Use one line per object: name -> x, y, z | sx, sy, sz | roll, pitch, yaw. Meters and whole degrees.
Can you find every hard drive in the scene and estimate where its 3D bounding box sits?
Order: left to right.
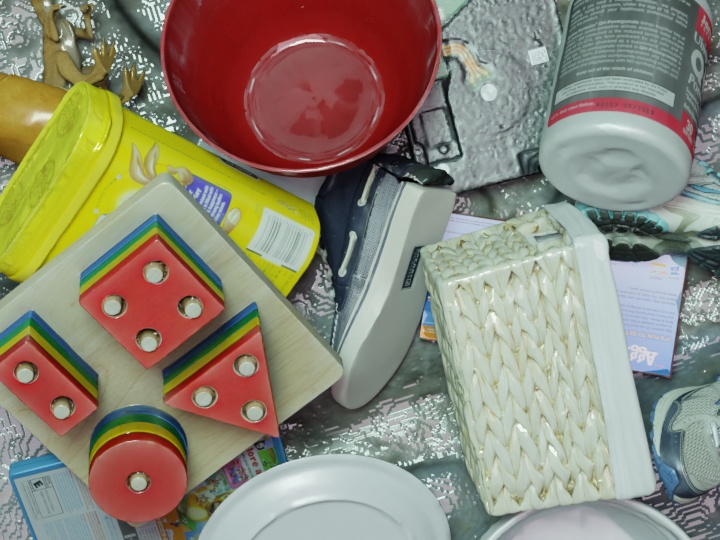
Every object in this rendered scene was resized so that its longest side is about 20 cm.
hard drive -> 0.090, -0.166, 1.258 | 0.140, 0.038, 0.200 | -16, 91, -1

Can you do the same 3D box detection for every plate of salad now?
plate of salad -> -0.030, 0.217, 1.227 | 0.200, 0.048, 0.200 | -5, 119, -9

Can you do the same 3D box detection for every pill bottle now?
pill bottle -> 0.201, -0.154, 1.199 | 0.111, 0.111, 0.200 | 15, 63, -1

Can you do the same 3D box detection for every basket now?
basket -> 0.125, 0.067, 1.176 | 0.123, 0.136, 0.200 | -14, 104, -2

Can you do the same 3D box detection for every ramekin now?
ramekin -> 0.164, 0.262, 1.222 | 0.200, 0.105, 0.200 | 0, 89, -1

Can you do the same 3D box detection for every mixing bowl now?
mixing bowl -> -0.040, -0.146, 1.186 | 0.200, 0.108, 0.200 | -1, 71, 3

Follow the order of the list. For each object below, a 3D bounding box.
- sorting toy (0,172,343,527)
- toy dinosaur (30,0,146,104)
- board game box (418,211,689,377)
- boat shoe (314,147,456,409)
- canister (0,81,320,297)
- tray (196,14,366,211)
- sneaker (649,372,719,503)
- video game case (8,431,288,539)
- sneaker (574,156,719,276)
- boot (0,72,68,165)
sorting toy -> -0.145, 0.072, 1.118 | 0.200, 0.070, 0.199 | -37, 115, 10
toy dinosaur -> -0.226, -0.141, 1.252 | 0.106, 0.060, 0.200 | 1, 95, 31
board game box -> 0.151, 0.018, 1.266 | 0.200, 0.019, 0.103 | 9, 87, -1
boat shoe -> 0.000, 0.000, 1.247 | 0.093, 0.075, 0.200 | 29, 105, 32
canister -> -0.147, -0.028, 1.166 | 0.200, 0.087, 0.149 | 26, 114, -28
tray -> -0.069, -0.094, 1.262 | 0.107, 0.022, 0.200 | 26, 89, 0
sneaker -> 0.282, 0.106, 1.180 | 0.085, 0.200, 0.077 | -17, 97, 42
video game case -> -0.149, 0.181, 1.225 | 0.200, 0.018, 0.143 | -13, 121, -1
sneaker -> 0.265, -0.051, 1.238 | 0.200, 0.078, 0.086 | 11, 59, 0
boot -> -0.291, -0.111, 1.172 | 0.201, 0.144, 0.071 | 29, 110, 20
